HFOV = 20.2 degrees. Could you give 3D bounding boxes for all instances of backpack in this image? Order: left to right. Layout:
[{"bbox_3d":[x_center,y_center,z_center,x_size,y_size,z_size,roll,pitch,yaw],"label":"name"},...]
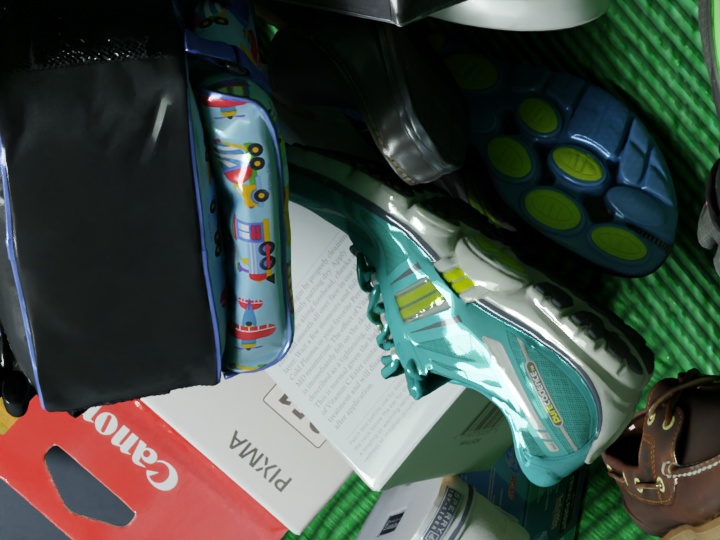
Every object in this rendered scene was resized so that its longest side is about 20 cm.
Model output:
[{"bbox_3d":[-0.108,-0.061,0.868,0.200,0.134,0.183,-108,12,-55],"label":"backpack"}]

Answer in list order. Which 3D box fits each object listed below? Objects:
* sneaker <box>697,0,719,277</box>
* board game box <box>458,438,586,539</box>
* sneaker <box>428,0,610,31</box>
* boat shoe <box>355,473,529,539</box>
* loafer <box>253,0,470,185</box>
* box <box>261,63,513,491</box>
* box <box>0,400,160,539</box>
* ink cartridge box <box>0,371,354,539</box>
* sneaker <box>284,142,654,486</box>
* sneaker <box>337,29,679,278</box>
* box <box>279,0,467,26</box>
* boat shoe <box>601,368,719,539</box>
[{"bbox_3d":[0.156,-0.033,0.764,0.084,0.077,0.200,15,131,49],"label":"sneaker"},{"bbox_3d":[0.039,0.070,1.121,0.200,0.047,0.151,43,151,28],"label":"board game box"},{"bbox_3d":[0.023,-0.167,0.851,0.200,0.073,0.085,33,134,31],"label":"sneaker"},{"bbox_3d":[0.043,0.147,1.072,0.070,0.071,0.200,30,163,-5],"label":"boat shoe"},{"bbox_3d":[-0.006,-0.093,0.897,0.073,0.072,0.200,51,-169,-35],"label":"loafer"},{"bbox_3d":[0.000,0.000,0.988,0.200,0.124,0.098,47,111,22],"label":"box"},{"bbox_3d":[-0.146,0.056,1.186,0.182,0.200,0.104,-103,4,-50],"label":"box"},{"bbox_3d":[-0.105,0.070,1.066,0.200,0.176,0.045,41,177,-2],"label":"ink cartridge box"},{"bbox_3d":[0.029,0.012,0.861,0.200,0.080,0.077,40,-167,25],"label":"sneaker"},{"bbox_3d":[0.071,-0.050,0.923,0.200,0.071,0.083,30,164,41],"label":"sneaker"},{"bbox_3d":[-0.040,-0.209,0.812,0.200,0.050,0.199,23,129,54],"label":"box"},{"bbox_3d":[0.150,0.079,0.884,0.070,0.070,0.200,50,163,7],"label":"boat shoe"}]
